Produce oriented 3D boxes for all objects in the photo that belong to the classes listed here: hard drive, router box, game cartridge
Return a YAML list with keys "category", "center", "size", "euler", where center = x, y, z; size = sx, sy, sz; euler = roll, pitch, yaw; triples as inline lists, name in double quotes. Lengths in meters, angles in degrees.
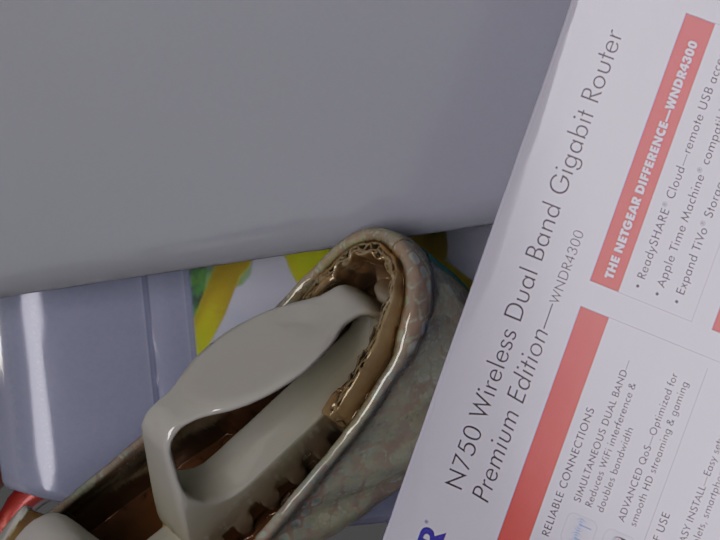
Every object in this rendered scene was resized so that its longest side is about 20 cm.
- category: "hard drive"
  center: [-0.022, -0.068, 0.670]
  size: [0.200, 0.026, 0.132]
  euler: [-9, 111, -1]
- category: "router box"
  center: [0.106, 0.047, 0.628]
  size: [0.179, 0.049, 0.200]
  euler: [23, 101, 18]
- category: "game cartridge"
  center: [0.000, 0.000, 0.732]
  size: [0.200, 0.040, 0.134]
  euler: [-6, 95, -8]

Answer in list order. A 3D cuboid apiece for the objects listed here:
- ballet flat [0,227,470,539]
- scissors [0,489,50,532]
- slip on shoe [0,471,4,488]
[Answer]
- category: "ballet flat"
  center: [-0.053, 0.063, 0.673]
  size: [0.200, 0.062, 0.067]
  euler: [-43, 52, -11]
- category: "scissors"
  center: [-0.125, 0.135, 0.814]
  size: [0.200, 0.014, 0.073]
  euler: [-45, 120, 7]
- category: "slip on shoe"
  center: [-0.144, 0.095, 0.835]
  size: [0.061, 0.074, 0.200]
  euler: [33, 101, -19]
